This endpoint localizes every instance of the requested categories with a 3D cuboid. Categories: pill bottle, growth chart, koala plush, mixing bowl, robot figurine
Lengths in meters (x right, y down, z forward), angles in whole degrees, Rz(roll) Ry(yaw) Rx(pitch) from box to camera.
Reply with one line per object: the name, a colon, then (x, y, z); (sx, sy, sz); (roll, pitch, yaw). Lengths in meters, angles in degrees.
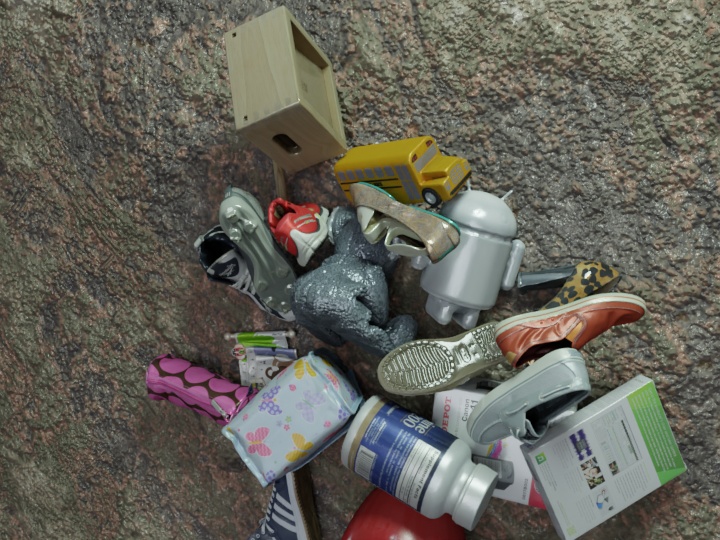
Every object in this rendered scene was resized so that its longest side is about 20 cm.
pill bottle: (0.081, 0.261, 1.080); (0.198, 0.111, 0.113); (26, 102, 21)
growth chart: (-0.137, 0.190, 1.281); (0.142, 0.018, 0.204); (-9, 93, 18)
koala plush: (0.000, 0.000, 1.150); (0.175, 0.184, 0.203); (11, 71, 37)
mixing bowl: (0.072, 0.373, 1.158); (0.196, 0.201, 0.110); (8, 66, 17)
robot figurine: (0.150, -0.023, 1.117); (0.167, 0.113, 0.204); (12, 101, -22)

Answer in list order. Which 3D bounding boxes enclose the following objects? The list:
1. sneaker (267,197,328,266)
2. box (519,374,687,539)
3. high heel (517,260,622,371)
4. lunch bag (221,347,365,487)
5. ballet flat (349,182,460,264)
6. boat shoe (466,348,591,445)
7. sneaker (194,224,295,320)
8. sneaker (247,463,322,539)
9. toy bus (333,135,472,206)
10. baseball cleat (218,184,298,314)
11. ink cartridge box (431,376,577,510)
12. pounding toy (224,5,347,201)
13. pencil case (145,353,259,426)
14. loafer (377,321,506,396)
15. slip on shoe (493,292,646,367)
sneaker: (-0.095, -0.074, 1.151); (0.085, 0.200, 0.077); (39, 95, -15)
box: (0.326, 0.251, 1.068); (0.198, 0.036, 0.146); (-27, 103, -7)
high heel: (0.287, 0.085, 1.081); (0.140, 0.071, 0.204); (-8, 68, 23)
lunch bag: (-0.084, 0.205, 1.157); (0.169, 0.200, 0.128); (-40, 87, 3)
ballet flat: (0.041, -0.062, 1.064); (0.198, 0.068, 0.068); (26, 71, 41)
boat shoe: (0.212, 0.180, 1.022); (0.201, 0.069, 0.072); (-46, 40, 33)
sneaker: (-0.175, 0.008, 1.217); (0.079, 0.129, 0.200); (-43, 82, 17)
sneaker: (-0.130, 0.372, 1.266); (0.106, 0.070, 0.204); (-9, 97, 17)
toy bus: (0.056, -0.136, 1.114); (0.198, 0.065, 0.079); (1, 128, 49)
baseball cleat: (-0.140, -0.036, 1.159); (0.069, 0.107, 0.202); (-18, 125, 8)
ink cartridge box: (0.201, 0.241, 1.141); (0.196, 0.085, 0.151); (8, 98, 16)
pounding toy: (-0.111, -0.225, 1.153); (0.140, 0.200, 0.187); (-18, 68, 18)
pencil case: (-0.252, 0.196, 1.266); (0.197, 0.093, 0.093); (15, 104, 25)
loafer: (0.119, 0.131, 1.105); (0.196, 0.069, 0.077); (-13, 65, -8)
slip on shoe: (0.271, 0.078, 1.024); (0.196, 0.074, 0.062); (-14, 60, 0)
